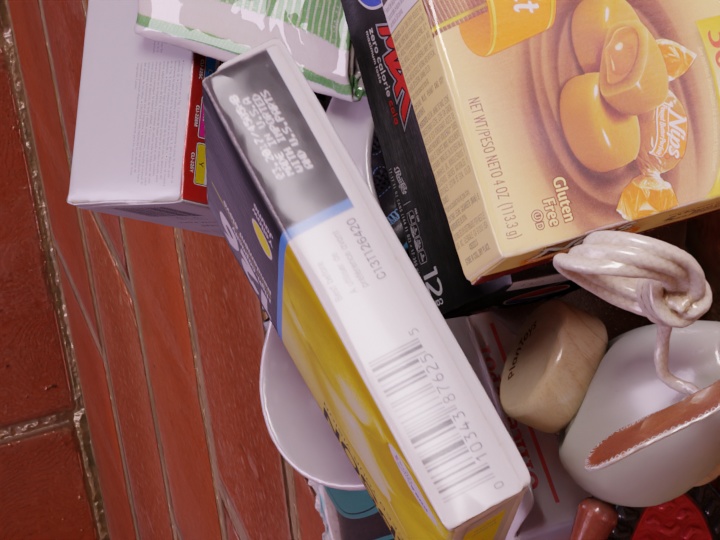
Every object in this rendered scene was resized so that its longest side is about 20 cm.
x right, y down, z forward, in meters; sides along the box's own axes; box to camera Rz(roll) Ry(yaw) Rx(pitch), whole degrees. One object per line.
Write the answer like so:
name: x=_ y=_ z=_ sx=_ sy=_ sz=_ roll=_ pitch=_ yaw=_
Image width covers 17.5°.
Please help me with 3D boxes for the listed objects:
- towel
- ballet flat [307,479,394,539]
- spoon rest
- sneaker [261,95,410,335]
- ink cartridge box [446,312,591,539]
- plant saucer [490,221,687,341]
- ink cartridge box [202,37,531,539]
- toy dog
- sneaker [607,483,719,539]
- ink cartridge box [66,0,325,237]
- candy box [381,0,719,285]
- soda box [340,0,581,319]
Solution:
towel: x=-0.046 y=-0.186 z=1.042 sx=0.152 sy=0.023 sz=0.201 roll=20 pitch=117 yaw=37
ballet flat: x=0.014 y=0.126 z=1.192 sx=0.072 sy=0.072 sz=0.201 roll=165 pitch=91 yaw=-77
spoon rest: x=0.000 y=0.000 z=1.072 sx=0.061 sy=0.099 sz=0.201 roll=19 pitch=-107 yaw=-57
sneaker: x=0.020 y=-0.046 z=1.152 sx=0.073 sy=0.082 sz=0.201 roll=29 pitch=-106 yaw=-59
ink cartridge box: x=0.078 y=0.090 z=1.131 sx=0.200 sy=0.067 sz=0.117 roll=99 pitch=153 yaw=-64
plant saucer: x=0.070 y=-0.054 z=0.985 sx=0.200 sy=0.037 sz=0.201 roll=-145 pitch=50 yaw=-58
ink cartridge box: x=-0.003 y=0.032 z=0.946 sx=0.198 sy=0.047 sz=0.200 roll=59 pitch=167 yaw=15
toy dog: x=0.115 y=0.063 z=0.841 sx=0.200 sy=0.131 sz=0.097 roll=99 pitch=-174 yaw=-78
sneaker: x=0.112 y=0.139 z=1.019 sx=0.200 sy=0.079 sz=0.096 roll=88 pitch=164 yaw=-45
ink cartridge box: x=-0.052 y=-0.119 z=1.203 sx=0.084 sy=0.175 sz=0.201 roll=0 pitch=83 yaw=39
candy box: x=0.068 y=-0.108 z=0.838 sx=0.055 sy=0.115 sz=0.201 roll=138 pitch=117 yaw=-74
soda box: x=0.042 y=-0.087 z=0.898 sx=0.063 sy=0.071 sz=0.201 roll=-26 pitch=77 yaw=57
